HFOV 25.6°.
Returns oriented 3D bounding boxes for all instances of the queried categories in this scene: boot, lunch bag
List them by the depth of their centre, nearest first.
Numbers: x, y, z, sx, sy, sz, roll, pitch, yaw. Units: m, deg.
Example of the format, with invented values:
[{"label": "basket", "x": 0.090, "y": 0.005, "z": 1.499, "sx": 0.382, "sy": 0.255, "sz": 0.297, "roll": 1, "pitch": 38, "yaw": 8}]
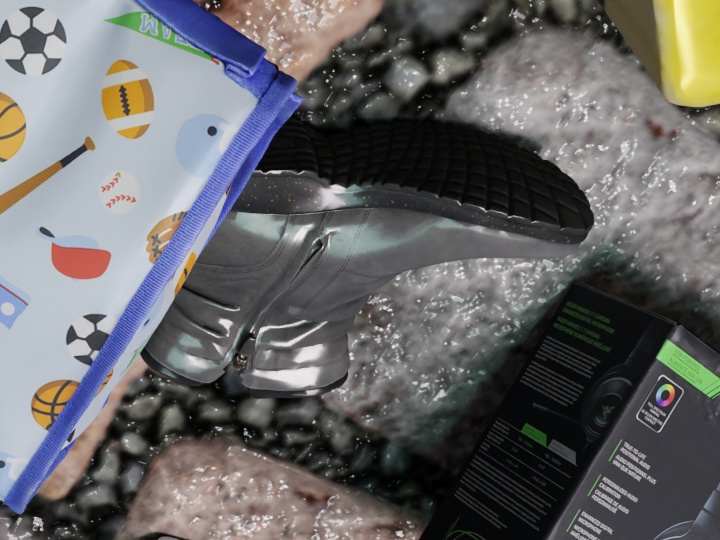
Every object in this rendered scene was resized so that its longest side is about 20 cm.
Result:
[{"label": "lunch bag", "x": -0.137, "y": -0.041, "z": 0.622, "sx": 0.169, "sy": 0.124, "sz": 0.201, "roll": 32, "pitch": 118, "yaw": -3}, {"label": "boot", "x": 0.000, "y": 0.000, "z": 0.743, "sx": 0.198, "sy": 0.070, "sz": 0.133, "roll": 8, "pitch": 124, "yaw": -4}]

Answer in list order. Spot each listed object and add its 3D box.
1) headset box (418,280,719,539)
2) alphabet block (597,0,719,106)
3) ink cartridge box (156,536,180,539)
[{"label": "headset box", "x": 0.144, "y": 0.127, "z": 0.800, "sx": 0.174, "sy": 0.093, "sz": 0.201, "roll": 34, "pitch": 86, "yaw": -28}, {"label": "alphabet block", "x": 0.157, "y": -0.204, "z": 0.554, "sx": 0.195, "sy": 0.201, "sz": 0.197, "roll": -17, "pitch": 124, "yaw": 0}, {"label": "ink cartridge box", "x": -0.090, "y": 0.260, "z": 0.874, "sx": 0.144, "sy": 0.084, "sz": 0.201, "roll": 18, "pitch": 117, "yaw": -22}]
